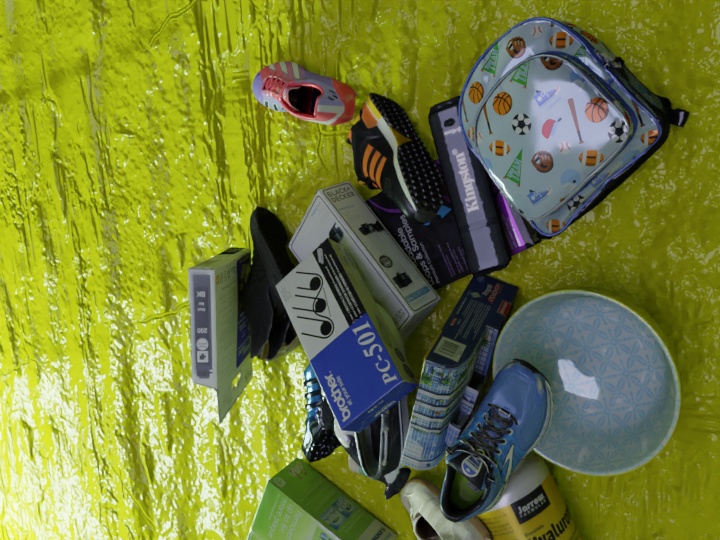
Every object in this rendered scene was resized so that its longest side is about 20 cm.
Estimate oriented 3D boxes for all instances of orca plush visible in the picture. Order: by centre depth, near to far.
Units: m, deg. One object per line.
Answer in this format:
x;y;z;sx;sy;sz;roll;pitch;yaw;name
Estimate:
-0.001;0.189;0.881;0.201;0.105;0.071;51;159;-8;orca plush

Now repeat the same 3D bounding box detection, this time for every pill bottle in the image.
0.194;0.295;0.825;0.110;0.111;0.204;-29;86;31;pill bottle

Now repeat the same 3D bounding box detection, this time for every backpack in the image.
0.194;-0.155;0.701;0.200;0.153;0.192;-45;74;28;backpack

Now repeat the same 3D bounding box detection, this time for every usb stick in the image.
0.125;-0.095;0.784;0.054;0.032;0.206;-14;93;30;usb stick

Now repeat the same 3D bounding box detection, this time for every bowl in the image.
0.255;0.106;0.745;0.196;0.107;0.206;11;110;33;bowl

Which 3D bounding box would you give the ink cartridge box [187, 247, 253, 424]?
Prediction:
-0.191;0.082;0.949;0.042;0.198;0.207;0;99;4;ink cartridge box

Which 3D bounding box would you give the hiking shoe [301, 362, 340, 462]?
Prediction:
-0.048;0.178;0.977;0.086;0.073;0.205;37;117;41;hiking shoe

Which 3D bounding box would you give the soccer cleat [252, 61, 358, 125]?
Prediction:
-0.088;-0.231;0.879;0.198;0.075;0.069;27;115;38;soccer cleat

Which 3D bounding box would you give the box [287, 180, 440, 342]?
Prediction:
0.000;0.000;0.872;0.201;0.059;0.117;51;136;17;box

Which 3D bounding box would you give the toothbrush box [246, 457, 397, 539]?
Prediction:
-0.064;0.409;1.018;0.197;0.086;0.149;31;115;19;toothbrush box

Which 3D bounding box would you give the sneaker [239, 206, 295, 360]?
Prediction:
-0.137;0.014;0.948;0.104;0.059;0.203;-45;51;26;sneaker

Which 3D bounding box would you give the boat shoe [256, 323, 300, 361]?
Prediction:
-0.105;0.068;0.978;0.074;0.062;0.200;50;121;10;boat shoe

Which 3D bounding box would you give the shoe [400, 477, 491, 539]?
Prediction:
0.094;0.320;0.868;0.072;0.052;0.199;67;159;-8;shoe

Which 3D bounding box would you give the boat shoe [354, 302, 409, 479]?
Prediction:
0.011;0.143;0.810;0.072;0.067;0.206;-2;94;40;boat shoe

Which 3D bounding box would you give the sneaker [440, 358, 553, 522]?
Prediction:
0.142;0.190;0.726;0.077;0.088;0.205;28;110;26;sneaker

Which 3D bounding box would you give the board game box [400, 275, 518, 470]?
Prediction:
0.115;0.141;0.811;0.060;0.200;0.205;19;124;17;board game box

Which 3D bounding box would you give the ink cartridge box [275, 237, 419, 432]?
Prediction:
-0.020;0.071;0.782;0.093;0.044;0.203;-39;59;18;ink cartridge box

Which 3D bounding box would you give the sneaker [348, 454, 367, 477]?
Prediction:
0.034;0.195;0.926;0.078;0.071;0.206;13;113;23;sneaker

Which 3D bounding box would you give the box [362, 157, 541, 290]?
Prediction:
0.105;-0.060;0.843;0.197;0.036;0.146;-27;87;34;box

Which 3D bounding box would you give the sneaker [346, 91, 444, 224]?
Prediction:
0.036;-0.119;0.825;0.090;0.069;0.204;-48;48;36;sneaker
